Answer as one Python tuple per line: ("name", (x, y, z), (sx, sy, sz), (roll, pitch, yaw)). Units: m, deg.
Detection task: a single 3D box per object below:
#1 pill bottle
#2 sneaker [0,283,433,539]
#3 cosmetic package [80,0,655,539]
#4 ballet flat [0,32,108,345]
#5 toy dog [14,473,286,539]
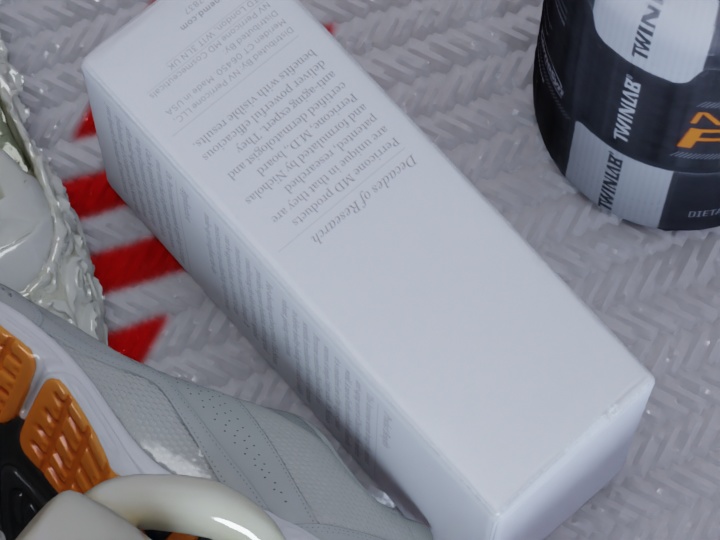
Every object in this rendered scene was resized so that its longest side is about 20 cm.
("pill bottle", (0.112, -0.095, 0.782), (0.105, 0.200, 0.107), (0, 70, 1))
("sneaker", (-0.065, 0.064, 0.794), (0.200, 0.076, 0.092), (38, 31, 10))
("cosmetic package", (0.000, 0.000, 0.801), (0.071, 0.102, 0.200), (-39, 75, -13))
("ballet flat", (-0.144, -0.044, 0.838), (0.071, 0.072, 0.201), (-22, 72, -7))
("toy dog", (-0.065, 0.176, 0.686), (0.200, 0.139, 0.194), (51, 51, 0))
